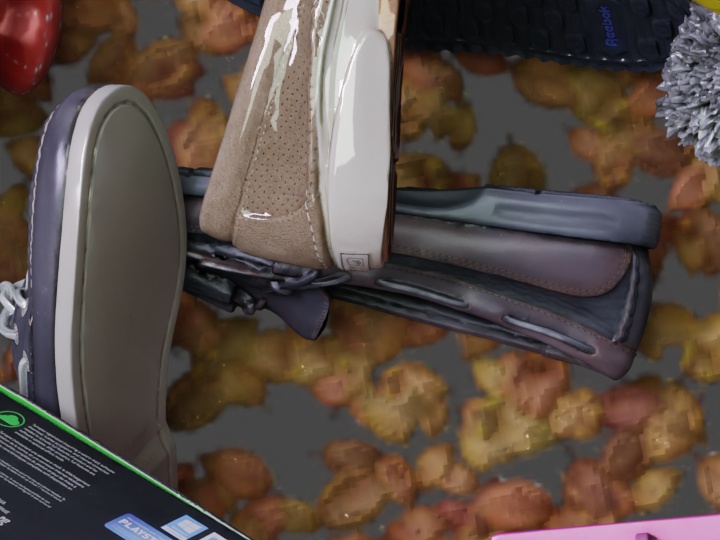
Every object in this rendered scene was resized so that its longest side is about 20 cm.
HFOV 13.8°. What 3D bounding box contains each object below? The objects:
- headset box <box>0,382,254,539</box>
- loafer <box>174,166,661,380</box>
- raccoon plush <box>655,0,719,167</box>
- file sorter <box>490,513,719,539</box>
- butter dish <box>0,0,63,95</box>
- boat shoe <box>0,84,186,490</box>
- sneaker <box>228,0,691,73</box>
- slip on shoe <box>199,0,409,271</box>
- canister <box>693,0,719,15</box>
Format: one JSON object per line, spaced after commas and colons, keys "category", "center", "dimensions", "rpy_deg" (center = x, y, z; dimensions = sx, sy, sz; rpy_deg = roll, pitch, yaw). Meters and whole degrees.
{"category": "headset box", "center": [-0.132, 0.147, 0.930], "dimensions": [0.174, 0.093, 0.201], "rpy_deg": [27, 122, 32]}
{"category": "loafer", "center": [0.000, 0.000, 1.003], "dimensions": [0.199, 0.072, 0.063], "rpy_deg": [4, 90, 4]}
{"category": "raccoon plush", "center": [0.158, -0.048, 0.927], "dimensions": [0.134, 0.200, 0.097], "rpy_deg": [42, 103, 27]}
{"category": "file sorter", "center": [0.142, 0.145, 0.944], "dimensions": [0.199, 0.125, 0.139], "rpy_deg": [-6, 85, 6]}
{"category": "butter dish", "center": [-0.172, -0.093, 0.991], "dimensions": [0.147, 0.200, 0.200], "rpy_deg": [13, 88, -16]}
{"category": "boat shoe", "center": [-0.099, 0.028, 0.978], "dimensions": [0.063, 0.073, 0.201], "rpy_deg": [16, 124, 23]}
{"category": "sneaker", "center": [0.032, -0.121, 1.017], "dimensions": [0.199, 0.066, 0.079], "rpy_deg": [8, 61, 13]}
{"category": "slip on shoe", "center": [-0.012, -0.101, 0.944], "dimensions": [0.060, 0.076, 0.201], "rpy_deg": [5, 92, 5]}
{"category": "canister", "center": [0.149, -0.165, 0.846], "dimensions": [0.148, 0.086, 0.201], "rpy_deg": [23, 70, -34]}
